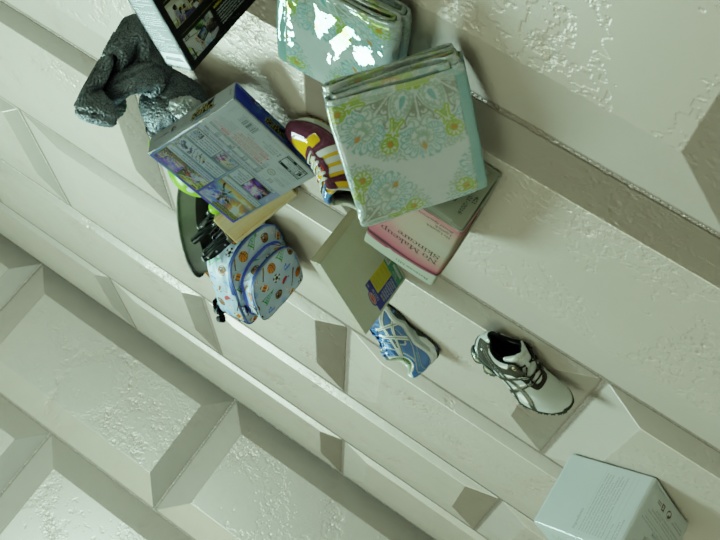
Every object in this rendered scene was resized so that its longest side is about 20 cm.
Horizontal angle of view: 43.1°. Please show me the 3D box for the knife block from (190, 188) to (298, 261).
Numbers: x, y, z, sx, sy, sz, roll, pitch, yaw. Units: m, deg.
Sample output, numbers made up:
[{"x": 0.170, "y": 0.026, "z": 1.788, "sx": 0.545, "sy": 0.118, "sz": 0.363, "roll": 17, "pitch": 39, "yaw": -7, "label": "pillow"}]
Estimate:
[{"x": -0.220, "y": -0.095, "z": 1.641, "sx": 0.064, "sy": 0.176, "sz": 0.199, "roll": 44, "pitch": 158, "yaw": -23, "label": "knife block"}]

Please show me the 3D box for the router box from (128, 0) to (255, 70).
[{"x": -0.176, "y": -0.349, "z": 1.020, "sx": 0.051, "sy": 0.201, "sz": 0.150, "roll": 18, "pitch": 152, "yaw": 34, "label": "router box"}]

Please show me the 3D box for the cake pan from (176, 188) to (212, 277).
[{"x": -0.324, "y": -0.088, "z": 1.842, "sx": 0.036, "sy": 0.202, "sz": 0.201, "roll": -7, "pitch": 147, "yaw": 6, "label": "cake pan"}]

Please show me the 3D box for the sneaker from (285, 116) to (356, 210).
[{"x": -0.046, "y": -0.153, "z": 1.366, "sx": 0.199, "sy": 0.090, "sz": 0.075, "roll": 32, "pitch": 159, "yaw": 15, "label": "sneaker"}]

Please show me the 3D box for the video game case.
[{"x": -0.199, "y": -0.180, "z": 1.434, "sx": 0.180, "sy": 0.046, "sz": 0.200, "roll": -27, "pitch": 134, "yaw": 25, "label": "video game case"}]

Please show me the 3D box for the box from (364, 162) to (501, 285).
[{"x": 0.094, "y": -0.085, "z": 1.262, "sx": 0.127, "sy": 0.109, "sz": 0.200, "roll": 34, "pitch": 158, "yaw": 6, "label": "box"}]

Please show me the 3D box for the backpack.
[{"x": -0.217, "y": -0.007, "z": 1.820, "sx": 0.153, "sy": 0.201, "sz": 0.191, "roll": 13, "pitch": 142, "yaw": 34, "label": "backpack"}]

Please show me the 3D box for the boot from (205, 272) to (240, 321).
[{"x": -0.355, "y": 0.028, "z": 2.257, "sx": 0.199, "sy": 0.069, "sz": 0.189, "roll": 33, "pitch": 159, "yaw": 12, "label": "boot"}]

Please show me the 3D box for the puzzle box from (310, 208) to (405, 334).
[{"x": 0.000, "y": 0.000, "z": 1.552, "sx": 0.025, "sy": 0.133, "sz": 0.201, "roll": 18, "pitch": 151, "yaw": 39, "label": "puzzle box"}]

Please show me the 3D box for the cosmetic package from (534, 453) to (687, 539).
[{"x": 0.478, "y": 0.484, "z": 1.745, "sx": 0.199, "sy": 0.167, "sz": 0.168, "roll": 7, "pitch": 144, "yaw": 51, "label": "cosmetic package"}]

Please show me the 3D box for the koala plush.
[{"x": -0.326, "y": -0.287, "z": 1.463, "sx": 0.199, "sy": 0.185, "sz": 0.177, "roll": 29, "pitch": -171, "yaw": -16, "label": "koala plush"}]

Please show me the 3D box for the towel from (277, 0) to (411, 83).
[{"x": -0.024, "y": -0.283, "z": 1.107, "sx": 0.170, "sy": 0.048, "sz": 0.200, "roll": 34, "pitch": 159, "yaw": 11, "label": "towel"}]

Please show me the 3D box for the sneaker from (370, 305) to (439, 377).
[{"x": 0.061, "y": 0.131, "z": 1.801, "sx": 0.199, "sy": 0.077, "sz": 0.076, "roll": 38, "pitch": 161, "yaw": 3, "label": "sneaker"}]

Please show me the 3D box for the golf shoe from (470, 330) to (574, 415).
[{"x": 0.278, "y": 0.173, "z": 1.548, "sx": 0.199, "sy": 0.078, "sz": 0.095, "roll": 32, "pitch": 158, "yaw": 10, "label": "golf shoe"}]

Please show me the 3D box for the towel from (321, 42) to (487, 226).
[{"x": 0.057, "y": -0.158, "z": 1.086, "sx": 0.048, "sy": 0.169, "sz": 0.201, "roll": -102, "pitch": -5, "yaw": -52, "label": "towel"}]

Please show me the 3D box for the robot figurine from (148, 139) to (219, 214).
[{"x": -0.280, "y": -0.188, "z": 1.593, "sx": 0.176, "sy": 0.116, "sz": 0.200, "roll": 50, "pitch": 174, "yaw": -14, "label": "robot figurine"}]
